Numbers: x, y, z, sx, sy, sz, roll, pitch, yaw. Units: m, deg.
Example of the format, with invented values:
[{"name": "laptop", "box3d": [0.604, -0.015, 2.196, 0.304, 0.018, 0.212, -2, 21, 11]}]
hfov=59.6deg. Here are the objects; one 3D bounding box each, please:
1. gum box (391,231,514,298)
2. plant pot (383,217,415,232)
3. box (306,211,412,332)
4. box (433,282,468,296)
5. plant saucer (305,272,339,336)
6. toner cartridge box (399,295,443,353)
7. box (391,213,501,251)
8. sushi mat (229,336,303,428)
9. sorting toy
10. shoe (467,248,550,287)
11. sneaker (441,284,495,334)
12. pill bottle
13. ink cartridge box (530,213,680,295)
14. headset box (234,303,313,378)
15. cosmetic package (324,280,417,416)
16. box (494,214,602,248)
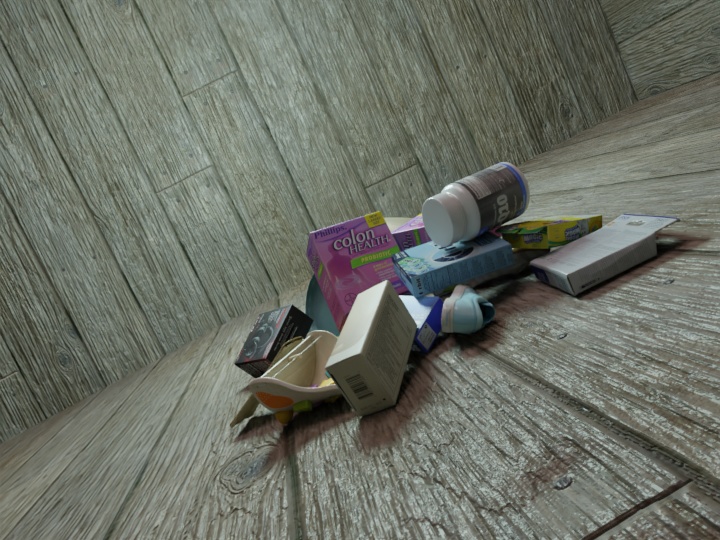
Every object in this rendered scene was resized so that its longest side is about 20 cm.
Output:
[{"name": "gum box", "box3d": [0.172, -0.021, 1.211, 0.196, 0.046, 0.170, -18, 18, -5]}, {"name": "plant pot", "box3d": [0.061, -0.062, 1.643, 0.195, 0.192, 0.187, 15, 19, 13]}, {"name": "box", "box3d": [0.000, 0.000, 1.362, 0.172, 0.203, 0.097, -17, -24, -19]}, {"name": "box", "box3d": [0.243, -0.015, 1.486, 0.115, 0.061, 0.199, -22, 8, 33]}, {"name": "plant saucer", "box3d": [-0.076, 0.091, 1.478, 0.027, 0.206, 0.199, 3, -10, -30]}, {"name": "toner cartridge box", "box3d": [0.067, 0.096, 1.167, 0.198, 0.043, 0.096, -2, 45, 52]}, {"name": "box", "box3d": [0.197, -0.083, 1.440, 0.197, 0.099, 0.175, -11, 14, 39]}, {"name": "sushi mat", "box3d": [-0.177, 0.211, 1.195, 0.202, 0.012, 0.095, -55, -12, 14]}, {"name": "sorting toy", "box3d": [-0.058, 0.182, 1.084, 0.177, 0.109, 0.200, -14, 12, 31]}, {"name": "shoe", "box3d": [0.302, -0.009, 1.298, 0.197, 0.055, 0.069, -17, -10, 37]}, {"name": "sneaker", "box3d": [0.193, 0.073, 1.084, 0.080, 0.076, 0.200, 8, 13, 17]}, {"name": "pill bottle", "box3d": [0.221, -0.126, 1.214, 0.197, 0.116, 0.113, -25, 6, -26]}, {"name": "ink cartridge box", "box3d": [0.406, -0.031, 1.056, 0.197, 0.041, 0.200, -27, 7, 2]}, {"name": "headset box", "box3d": [-0.207, 0.174, 1.525, 0.198, 0.077, 0.151, -19, 41, 54]}, {"name": "cosmetic package", "box3d": [0.023, 0.118, 0.997, 0.070, 0.106, 0.201, -24, 20, 27]}, {"name": "box", "box3d": [0.364, -0.075, 1.216, 0.196, 0.050, 0.116, -9, 8, -34]}]
